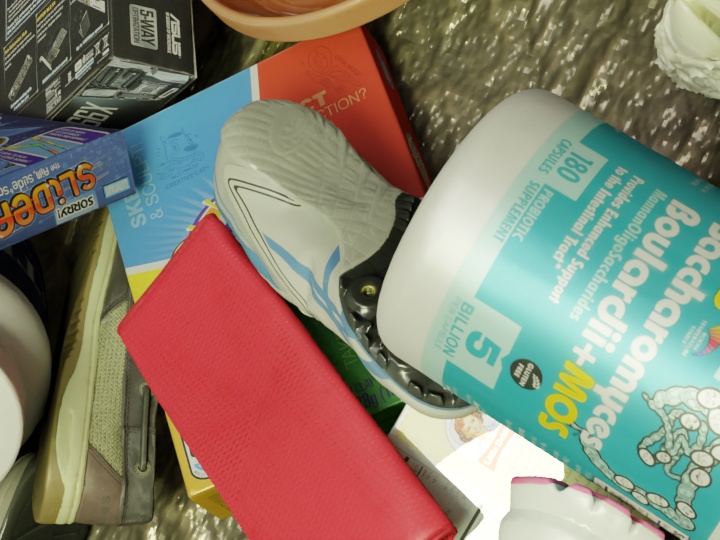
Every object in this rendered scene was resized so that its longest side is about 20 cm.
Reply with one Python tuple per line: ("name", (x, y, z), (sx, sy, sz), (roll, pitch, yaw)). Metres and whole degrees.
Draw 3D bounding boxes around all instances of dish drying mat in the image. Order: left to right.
("dish drying mat", (-0.037, 0.065, 0.733), (0.077, 0.018, 0.200), (-51, 52, 16))

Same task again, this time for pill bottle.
("pill bottle", (-0.214, 0.038, 0.851), (0.120, 0.120, 0.200), (-54, 21, 9))
("pill bottle", (0.114, 0.029, 0.592), (0.200, 0.111, 0.111), (32, 95, 14))

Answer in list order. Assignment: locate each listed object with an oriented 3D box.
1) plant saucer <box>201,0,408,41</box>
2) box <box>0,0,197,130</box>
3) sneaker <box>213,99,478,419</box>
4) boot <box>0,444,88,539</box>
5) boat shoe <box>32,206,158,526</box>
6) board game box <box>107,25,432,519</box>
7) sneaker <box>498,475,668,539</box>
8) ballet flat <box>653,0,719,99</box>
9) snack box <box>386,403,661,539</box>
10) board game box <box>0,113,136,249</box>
("plant saucer", (0.001, -0.196, 0.855), (0.200, 0.032, 0.200), (-18, 51, 25))
("box", (-0.161, -0.135, 0.924), (0.200, 0.050, 0.158), (-32, 56, 48))
("sneaker", (0.000, 0.000, 0.722), (0.072, 0.073, 0.200), (-21, 43, -20))
("boot", (-0.238, 0.170, 0.910), (0.154, 0.073, 0.204), (21, 82, 40))
("boat shoe", (-0.120, 0.042, 0.871), (0.072, 0.066, 0.201), (123, 158, -50))
("board game box", (-0.033, -0.004, 0.813), (0.153, 0.040, 0.200), (-25, 61, 9))
("sneaker", (0.120, 0.157, 0.606), (0.200, 0.081, 0.088), (32, 81, 1))
("ballet flat", (0.161, -0.103, 0.663), (0.072, 0.072, 0.200), (-66, 24, 0))
("snack box", (0.079, 0.069, 0.710), (0.116, 0.037, 0.200), (32, 95, 13))
("board game box", (-0.225, -0.042, 0.844), (0.200, 0.135, 0.034), (11, 119, 45))
